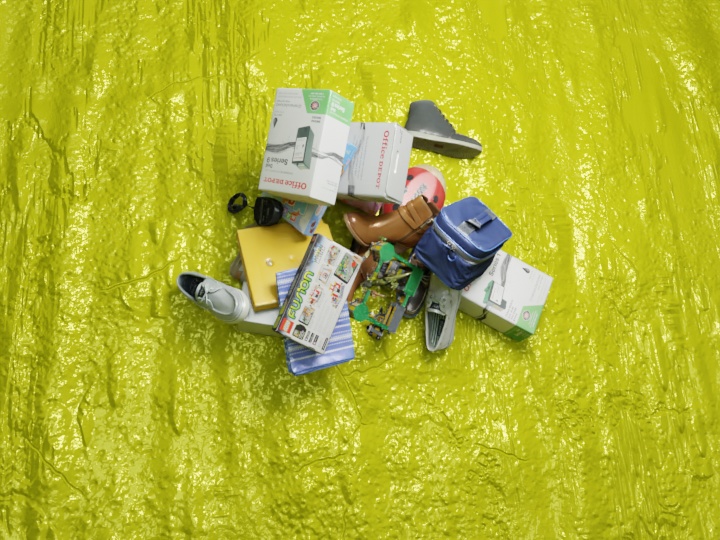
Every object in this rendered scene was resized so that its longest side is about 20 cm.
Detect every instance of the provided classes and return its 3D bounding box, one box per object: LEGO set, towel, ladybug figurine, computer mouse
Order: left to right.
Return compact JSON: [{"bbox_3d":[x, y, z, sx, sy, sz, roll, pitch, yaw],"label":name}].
[{"bbox_3d":[-0.221,-0.131,1.348,0.033,0.197,0.060,3,100,-42],"label":"computer mouse"},{"bbox_3d":[-0.087,0.092,1.252,0.141,0.024,0.206,-10,95,-21],"label":"towel"},{"bbox_3d":[0.035,0.036,1.356,0.151,0.115,0.205,19,88,-28],"label":"LEGO set"},{"bbox_3d":[0.126,-0.164,1.462,0.134,0.072,0.202,35,72,1],"label":"ladybug figurine"}]

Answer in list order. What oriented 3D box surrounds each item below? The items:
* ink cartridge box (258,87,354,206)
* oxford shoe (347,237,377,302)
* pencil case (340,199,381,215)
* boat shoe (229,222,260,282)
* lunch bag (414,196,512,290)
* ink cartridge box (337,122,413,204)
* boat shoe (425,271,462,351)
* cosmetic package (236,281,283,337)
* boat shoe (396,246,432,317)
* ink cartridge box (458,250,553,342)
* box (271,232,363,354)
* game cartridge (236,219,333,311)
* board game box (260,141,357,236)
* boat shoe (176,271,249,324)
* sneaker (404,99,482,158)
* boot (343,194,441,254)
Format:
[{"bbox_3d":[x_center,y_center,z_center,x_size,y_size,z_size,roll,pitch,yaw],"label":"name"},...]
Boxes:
[{"bbox_3d":[-0.106,-0.240,1.239,0.143,0.083,0.206,11,91,34],"label":"ink cartridge box"},{"bbox_3d":[0.000,0.000,1.397,0.070,0.071,0.205,21,71,-9],"label":"oxford shoe"},{"bbox_3d":[-0.033,-0.203,1.438,0.197,0.088,0.089,29,71,-2],"label":"pencil case"},{"bbox_3d":[-0.225,-0.071,1.371,0.067,0.075,0.205,16,66,0],"label":"boat shoe"},{"bbox_3d":[0.210,-0.064,1.293,0.135,0.134,0.199,42,33,14],"label":"lunch bag"},{"bbox_3d":[-0.002,-0.222,1.313,0.196,0.083,0.150,9,89,32],"label":"ink cartridge box"},{"bbox_3d":[0.173,0.076,1.359,0.066,0.072,0.206,-19,110,-54],"label":"boat shoe"},{"bbox_3d":[-0.154,0.091,1.323,0.194,0.108,0.087,11,72,-8],"label":"cosmetic package"},{"bbox_3d":[0.128,0.002,1.416,0.070,0.072,0.205,16,72,-5],"label":"boat shoe"},{"bbox_3d":[0.309,0.043,1.431,0.196,0.084,0.149,27,71,-2],"label":"ink cartridge box"},{"bbox_3d":[-0.081,0.044,1.228,0.108,0.035,0.204,27,79,-20],"label":"box"},{"bbox_3d":[-0.141,-0.016,1.302,0.195,0.033,0.180,-8,63,-20],"label":"game cartridge"},{"bbox_3d":[-0.110,-0.198,1.309,0.150,0.036,0.203,36,105,31],"label":"board game box"},{"bbox_3d":[-0.301,0.051,1.270,0.198,0.071,0.072,21,88,41],"label":"boat shoe"},{"bbox_3d":[0.203,-0.341,1.523,0.194,0.075,0.109,13,75,-5],"label":"sneaker"},{"bbox_3d":[0.073,-0.106,1.345,0.198,0.154,0.078,28,40,-39],"label":"boot"}]
